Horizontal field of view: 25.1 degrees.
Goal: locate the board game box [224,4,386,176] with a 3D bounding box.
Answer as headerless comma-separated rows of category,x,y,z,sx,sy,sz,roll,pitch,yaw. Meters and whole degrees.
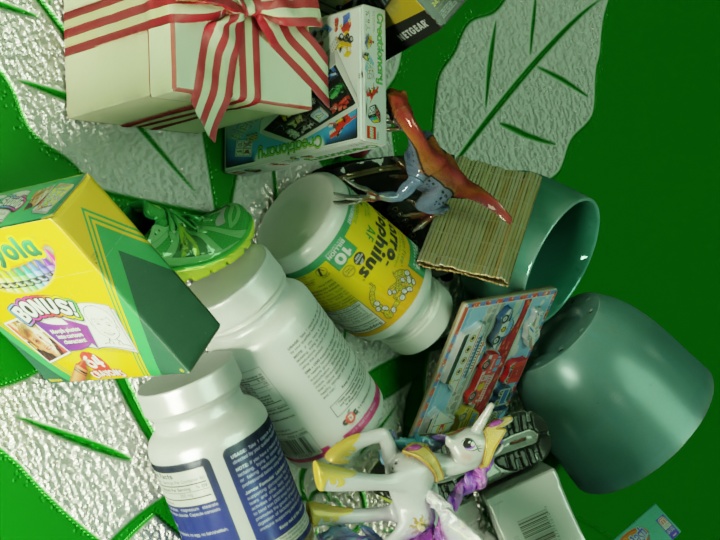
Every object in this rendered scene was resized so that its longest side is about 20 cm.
board game box,-0.055,-0.165,1.523,0.035,0.200,0.127,6,80,-43

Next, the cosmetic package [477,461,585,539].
cosmetic package,0.180,0.265,1.694,0.081,0.200,0.113,-24,89,1

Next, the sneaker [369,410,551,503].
sneaker,0.098,0.204,1.693,0.199,0.090,0.079,-11,82,-21

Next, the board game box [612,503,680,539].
board game box,0.245,0.352,1.764,0.045,0.200,0.152,48,44,14

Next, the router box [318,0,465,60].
router box,-0.007,-0.273,1.518,0.157,0.200,0.052,45,67,-12

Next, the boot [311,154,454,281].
boot,0.036,-0.050,1.693,0.199,0.077,0.139,-6,94,-44

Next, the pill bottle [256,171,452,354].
pill bottle,0.000,0.000,1.618,0.200,0.112,0.113,40,58,-34

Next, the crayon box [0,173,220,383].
crayon box,-0.238,0.012,1.314,0.173,0.199,0.058,50,53,-28

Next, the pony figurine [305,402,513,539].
pony figurine,0.053,0.225,1.519,0.199,0.167,0.194,-11,114,-16

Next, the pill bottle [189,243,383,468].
pill bottle,-0.073,0.080,1.533,0.200,0.113,0.113,56,51,-25

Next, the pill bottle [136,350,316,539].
pill bottle,-0.124,0.182,1.466,0.116,0.115,0.201,-32,107,-43

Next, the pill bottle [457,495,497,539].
pill bottle,0.103,0.338,1.681,0.104,0.104,0.201,-16,96,-45

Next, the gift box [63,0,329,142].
gift box,-0.142,-0.205,1.451,0.184,0.186,0.201,-5,87,-45

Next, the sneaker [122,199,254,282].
sneaker,-0.173,-0.030,1.475,0.200,0.074,0.084,-26,107,-44

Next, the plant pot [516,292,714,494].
plant pot,0.268,0.123,1.823,0.161,0.200,0.201,46,54,-15

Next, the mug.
mug,0.164,-0.022,1.771,0.185,0.114,0.152,-46,148,-26

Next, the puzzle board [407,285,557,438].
puzzle board,0.128,0.111,1.717,0.150,0.017,0.201,-9,127,-46

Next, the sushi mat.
sushi mat,0.125,-0.055,1.664,0.200,0.095,0.012,-67,165,-51

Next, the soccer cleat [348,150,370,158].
soccer cleat,-0.027,-0.213,1.656,0.076,0.067,0.201,-38,108,-40

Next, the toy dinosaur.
toy dinosaur,0.066,-0.114,1.546,0.199,0.182,0.106,-2,73,-11
